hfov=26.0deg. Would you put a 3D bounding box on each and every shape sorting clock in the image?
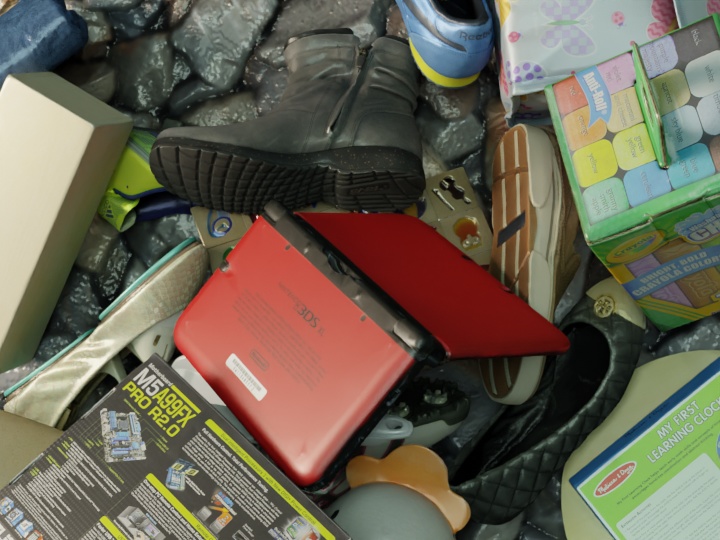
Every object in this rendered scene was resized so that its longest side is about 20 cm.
[{"bbox_3d":[0.234,0.153,1.048,0.198,0.039,0.202,-3,76,11],"label":"shape sorting clock"}]

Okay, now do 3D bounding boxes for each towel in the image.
[{"bbox_3d":[-0.290,-0.134,1.138,0.199,0.112,0.049,-36,111,-1],"label":"towel"}]

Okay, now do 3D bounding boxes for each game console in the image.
[{"bbox_3d":[0.002,0.045,1.008,0.173,0.119,0.200,-51,41,2],"label":"game console"}]

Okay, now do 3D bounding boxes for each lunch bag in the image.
[{"bbox_3d":[0.191,-0.201,1.086,0.198,0.127,0.171,-5,80,0],"label":"lunch bag"}]

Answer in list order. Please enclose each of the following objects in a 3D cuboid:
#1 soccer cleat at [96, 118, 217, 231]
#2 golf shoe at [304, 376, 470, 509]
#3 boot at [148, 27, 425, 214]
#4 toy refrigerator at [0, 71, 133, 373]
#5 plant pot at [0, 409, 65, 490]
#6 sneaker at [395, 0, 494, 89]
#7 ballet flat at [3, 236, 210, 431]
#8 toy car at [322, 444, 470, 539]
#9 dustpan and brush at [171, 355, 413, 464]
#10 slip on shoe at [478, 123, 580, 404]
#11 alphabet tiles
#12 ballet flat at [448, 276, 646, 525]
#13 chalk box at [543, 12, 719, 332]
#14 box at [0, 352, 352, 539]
[{"bbox_3d":[-0.190,-0.074,1.137,0.198,0.065,0.084,11,82,9],"label":"soccer cleat"},{"bbox_3d":[-0.014,0.135,1.076,0.199,0.077,0.089,-20,112,-9],"label":"golf shoe"},{"bbox_3d":[-0.050,-0.111,1.109,0.198,0.070,0.133,4,59,-12],"label":"boot"},{"bbox_3d":[-0.239,-0.033,1.099,0.076,0.070,0.201,29,106,12],"label":"toy refrigerator"},{"bbox_3d":[-0.245,0.173,1.048,0.198,0.187,0.189,5,78,-7],"label":"plant pot"},{"bbox_3d":[0.044,-0.229,1.119,0.065,0.079,0.201,-17,65,-20],"label":"sneaker"},{"bbox_3d":[-0.167,0.057,1.098,0.200,0.067,0.063,-39,86,19],"label":"ballet flat"},{"bbox_3d":[-0.013,0.198,0.985,0.176,0.184,0.201,22,87,11],"label":"toy car"},{"bbox_3d":[-0.061,0.105,0.997,0.198,0.058,0.140,6,46,14],"label":"dustpan and brush"},{"bbox_3d":[0.123,-0.003,1.073,0.060,0.076,0.202,15,62,-23],"label":"slip on shoe"},{"bbox_3d":[0.000,0.000,1.099,0.199,0.008,0.168,-18,72,-12],"label":"alphabet tiles"},{"bbox_3d":[0.131,0.087,1.060,0.066,0.057,0.201,30,82,40],"label":"ballet flat"},{"bbox_3d":[0.201,-0.067,0.992,0.123,0.200,0.125,-22,57,20],"label":"chalk box"},{"bbox_3d":[-0.117,0.163,0.918,0.160,0.044,0.200,-42,53,-14],"label":"box"}]
